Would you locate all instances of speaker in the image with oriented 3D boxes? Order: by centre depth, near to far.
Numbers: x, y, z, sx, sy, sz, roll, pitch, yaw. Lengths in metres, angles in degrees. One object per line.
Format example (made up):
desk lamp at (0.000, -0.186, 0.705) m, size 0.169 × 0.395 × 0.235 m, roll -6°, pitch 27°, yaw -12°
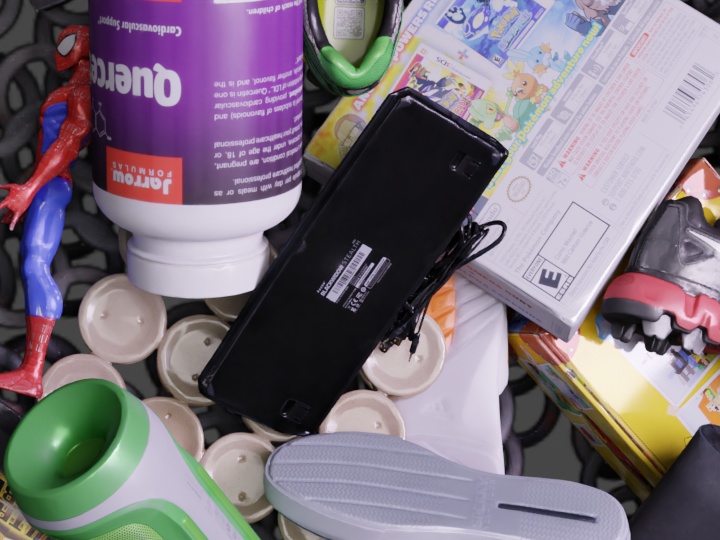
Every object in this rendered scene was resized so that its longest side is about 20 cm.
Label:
speaker at (-0.104, 0.146, 1.070) m, size 0.088 × 0.088 × 0.201 m, roll -44°, pitch 131°, yaw -13°

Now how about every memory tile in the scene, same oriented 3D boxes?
memory tile at (-0.066, 0.060, 1.131) m, size 0.199 × 0.017 × 0.154 m, roll 26°, pitch 84°, yaw 0°

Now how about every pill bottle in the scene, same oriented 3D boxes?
pill bottle at (-0.085, -0.093, 1.062) m, size 0.111 × 0.112 × 0.202 m, roll -4°, pitch 107°, yaw -17°

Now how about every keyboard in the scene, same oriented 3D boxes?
keyboard at (0.000, 0.000, 1.096) m, size 0.104 × 0.040 × 0.201 m, roll 29°, pitch 105°, yaw -26°

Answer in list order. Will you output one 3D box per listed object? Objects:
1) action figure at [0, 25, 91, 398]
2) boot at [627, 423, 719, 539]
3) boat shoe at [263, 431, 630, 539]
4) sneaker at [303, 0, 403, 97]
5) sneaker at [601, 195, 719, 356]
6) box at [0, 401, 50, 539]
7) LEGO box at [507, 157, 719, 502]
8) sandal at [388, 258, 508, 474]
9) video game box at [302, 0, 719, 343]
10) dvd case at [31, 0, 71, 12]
action figure at (-0.171, -0.035, 1.101) m, size 0.051 × 0.065 × 0.202 m, roll 15°, pitch 84°, yaw -6°
boot at (0.141, 0.164, 1.140) m, size 0.164 × 0.066 × 0.200 m, roll 26°, pitch 123°, yaw -24°
boat shoe at (0.043, 0.140, 1.088) m, size 0.198 × 0.072 × 0.062 m, roll 12°, pitch 129°, yaw 10°
sneaker at (-0.002, -0.192, 1.085) m, size 0.077 × 0.085 × 0.202 m, roll -7°, pitch 100°, yaw -9°
sneaker at (0.232, 0.018, 1.139) m, size 0.199 × 0.071 × 0.099 m, roll 21°, pitch 80°, yaw -19°
box at (-0.255, 0.147, 1.084) m, size 0.199 × 0.050 × 0.199 m, roll 36°, pitch 78°, yaw -14°
LEGO box at (0.201, 0.057, 1.208) m, size 0.149 × 0.077 × 0.200 m, roll -45°, pitch 102°, yaw -12°
sandal at (0.047, 0.069, 1.170) m, size 0.078 × 0.059 × 0.209 m, roll -3°, pitch 78°, yaw 7°
video game box at (0.095, -0.090, 1.156) m, size 0.181 × 0.047 × 0.201 m, roll 34°, pitch 76°, yaw 8°
dvd case at (-0.145, -0.260, 1.102) m, size 0.147 × 0.016 × 0.202 m, roll -19°, pitch 95°, yaw 15°
